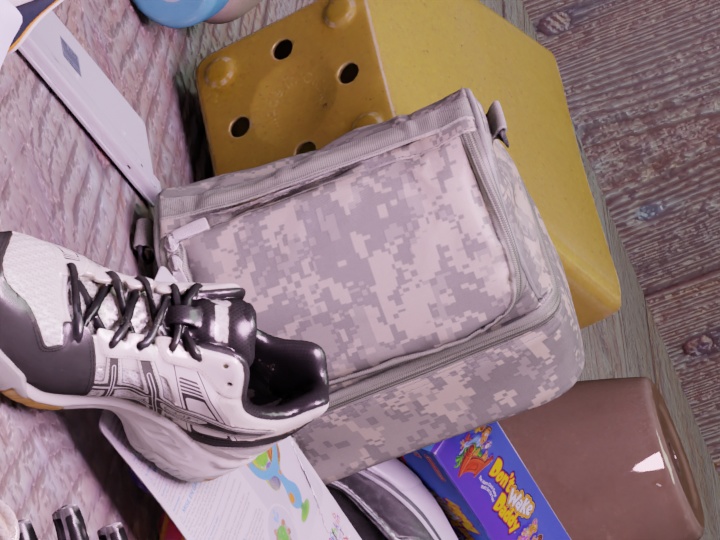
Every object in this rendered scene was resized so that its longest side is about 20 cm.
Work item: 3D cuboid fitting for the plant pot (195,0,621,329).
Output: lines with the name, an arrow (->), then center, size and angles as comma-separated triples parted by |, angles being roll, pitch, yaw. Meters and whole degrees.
plant pot -> 0.008, -0.056, 1.641 | 0.200, 0.194, 0.196 | 38, 33, -53

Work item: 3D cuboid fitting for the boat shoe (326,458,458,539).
boat shoe -> 0.015, 0.172, 1.559 | 0.200, 0.073, 0.068 | 56, 36, -30

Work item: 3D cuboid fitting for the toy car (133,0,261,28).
toy car -> -0.100, -0.267, 1.658 | 0.200, 0.177, 0.184 | 43, 25, 6

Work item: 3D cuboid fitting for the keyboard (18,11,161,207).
keyboard -> -0.146, -0.101, 1.420 | 0.200, 0.011, 0.056 | 54, 15, -56

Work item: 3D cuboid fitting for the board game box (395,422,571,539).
board game box -> 0.037, 0.116, 1.615 | 0.134, 0.045, 0.200 | 22, -22, 35

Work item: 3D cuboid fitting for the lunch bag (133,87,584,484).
lunch bag -> 0.000, 0.000, 1.469 | 0.140, 0.199, 0.168 | -101, 170, -48

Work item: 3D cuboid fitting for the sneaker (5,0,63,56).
sneaker -> -0.164, -0.099, 0.938 | 0.079, 0.199, 0.079 | 104, -36, -59

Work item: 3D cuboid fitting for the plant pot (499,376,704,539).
plant pot -> 0.130, 0.150, 1.876 | 0.200, 0.174, 0.201 | -21, 90, -80

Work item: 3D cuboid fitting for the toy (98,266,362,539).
toy -> -0.066, 0.111, 1.314 | 0.200, 0.047, 0.115 | 52, 31, -26

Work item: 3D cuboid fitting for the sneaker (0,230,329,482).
sneaker -> -0.091, 0.023, 1.191 | 0.200, 0.088, 0.076 | 29, 46, -48

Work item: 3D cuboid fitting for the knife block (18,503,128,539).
knife block -> -0.111, 0.190, 0.993 | 0.200, 0.175, 0.064 | -63, 159, -4

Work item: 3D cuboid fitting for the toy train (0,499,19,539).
toy train -> -0.153, 0.114, 0.864 | 0.116, 0.085, 0.200 | 39, 30, -44

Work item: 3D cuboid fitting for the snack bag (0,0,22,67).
snack bag -> -0.177, -0.029, 0.838 | 0.200, 0.021, 0.189 | 32, 76, -66
